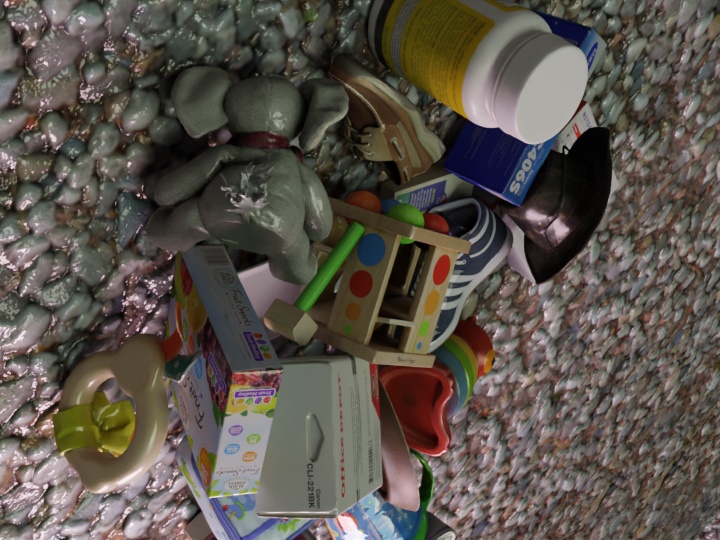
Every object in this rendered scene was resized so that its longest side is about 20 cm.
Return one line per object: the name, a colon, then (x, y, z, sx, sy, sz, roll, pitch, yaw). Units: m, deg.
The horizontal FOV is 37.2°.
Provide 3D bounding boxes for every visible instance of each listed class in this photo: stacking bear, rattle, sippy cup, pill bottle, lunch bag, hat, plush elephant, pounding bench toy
stacking bear: (0.105, 0.126, 1.354, 0.200, 0.113, 0.123, -34, 132, -53)
rattle: (-0.186, 0.118, 1.016, 0.142, 0.130, 0.200, 26, 108, -45)
sippy cup: (0.004, 0.303, 1.390, 0.178, 0.139, 0.131, -57, 132, -39)
pill bottle: (0.109, -0.206, 1.008, 0.114, 0.200, 0.115, -27, 138, -28)
lunch bag: (-0.089, 0.213, 1.193, 0.199, 0.082, 0.162, -30, 101, -27)
hat: (0.205, -0.082, 1.209, 0.080, 0.201, 0.202, 18, 112, -12)
plush elephant: (-0.093, -0.100, 0.942, 0.200, 0.163, 0.156, 123, -21, -68)
pounding bench toy: (0.000, 0.000, 1.074, 0.199, 0.124, 0.157, 11, 98, -57)

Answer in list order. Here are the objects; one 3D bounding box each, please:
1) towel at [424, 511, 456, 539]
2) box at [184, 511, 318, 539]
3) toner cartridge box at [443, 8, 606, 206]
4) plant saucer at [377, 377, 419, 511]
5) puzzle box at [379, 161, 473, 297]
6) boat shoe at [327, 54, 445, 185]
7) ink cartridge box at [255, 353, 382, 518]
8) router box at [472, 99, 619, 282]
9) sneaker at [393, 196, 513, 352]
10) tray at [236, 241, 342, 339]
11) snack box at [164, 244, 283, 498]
towel: (0.036, 0.373, 1.455, 0.147, 0.200, 0.024, -40, 108, -14)
box: (-0.095, 0.354, 1.265, 0.109, 0.200, 0.128, -43, 143, -9)
toner cartridge box: (0.180, -0.180, 1.176, 0.043, 0.095, 0.201, 25, 94, -49)
plant saucer: (0.016, 0.193, 1.262, 0.032, 0.201, 0.201, -18, 136, -12)
puzzle box: (0.068, -0.030, 1.264, 0.132, 0.025, 0.201, -20, 134, -35)
boat shoe: (0.020, -0.143, 1.075, 0.072, 0.076, 0.200, -49, 143, 1)
ink cartridge box: (-0.039, 0.158, 1.064, 0.200, 0.083, 0.146, 15, 73, -77)
router box: (0.238, -0.104, 1.365, 0.180, 0.049, 0.200, -48, 144, -5)
sneaker: (0.091, 0.003, 1.236, 0.200, 0.070, 0.108, -52, 145, -4)
tray: (-0.076, 0.017, 1.129, 0.199, 0.022, 0.108, -24, 137, -46)
snack box: (-0.134, 0.088, 0.992, 0.052, 0.200, 0.143, -2, 124, -23)
